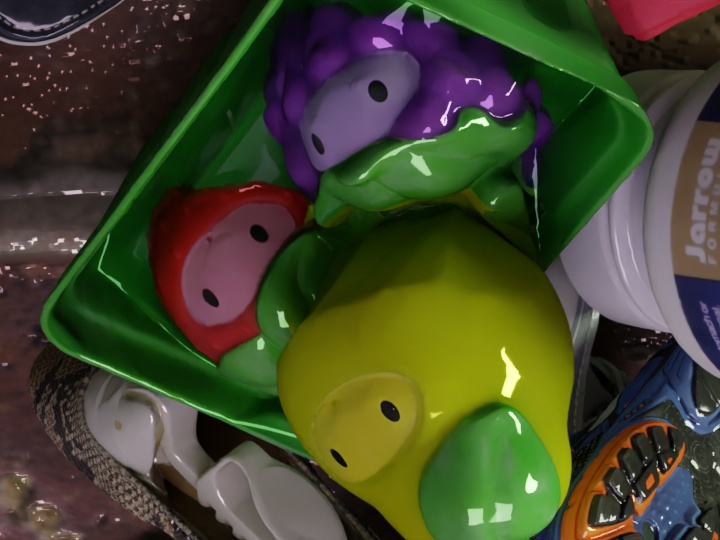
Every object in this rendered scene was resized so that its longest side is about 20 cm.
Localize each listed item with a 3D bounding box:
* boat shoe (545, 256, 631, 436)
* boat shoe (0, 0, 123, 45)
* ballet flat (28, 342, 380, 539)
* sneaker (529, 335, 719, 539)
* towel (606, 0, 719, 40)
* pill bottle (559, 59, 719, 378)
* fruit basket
[{"bbox_3d":[0.069,0.058,1.112,0.071,0.070,0.201,3,139,-12],"label":"boat shoe"},{"bbox_3d":[-0.066,-0.131,0.941,0.075,0.062,0.200,34,128,-28],"label":"boat shoe"},{"bbox_3d":[-0.047,0.075,1.071,0.200,0.068,0.075,41,162,20],"label":"ballet flat"},{"bbox_3d":[0.102,0.067,1.040,0.078,0.200,0.075,-24,96,37],"label":"sneaker"},{"bbox_3d":[0.092,-0.172,0.824,0.144,0.022,0.200,-22,109,27],"label":"towel"},{"bbox_3d":[0.162,-0.015,0.945,0.200,0.120,0.120,8,148,49],"label":"pill bottle"},{"bbox_3d":[0.000,0.000,0.965,0.155,0.216,0.216,25,130,-18],"label":"fruit basket"}]
